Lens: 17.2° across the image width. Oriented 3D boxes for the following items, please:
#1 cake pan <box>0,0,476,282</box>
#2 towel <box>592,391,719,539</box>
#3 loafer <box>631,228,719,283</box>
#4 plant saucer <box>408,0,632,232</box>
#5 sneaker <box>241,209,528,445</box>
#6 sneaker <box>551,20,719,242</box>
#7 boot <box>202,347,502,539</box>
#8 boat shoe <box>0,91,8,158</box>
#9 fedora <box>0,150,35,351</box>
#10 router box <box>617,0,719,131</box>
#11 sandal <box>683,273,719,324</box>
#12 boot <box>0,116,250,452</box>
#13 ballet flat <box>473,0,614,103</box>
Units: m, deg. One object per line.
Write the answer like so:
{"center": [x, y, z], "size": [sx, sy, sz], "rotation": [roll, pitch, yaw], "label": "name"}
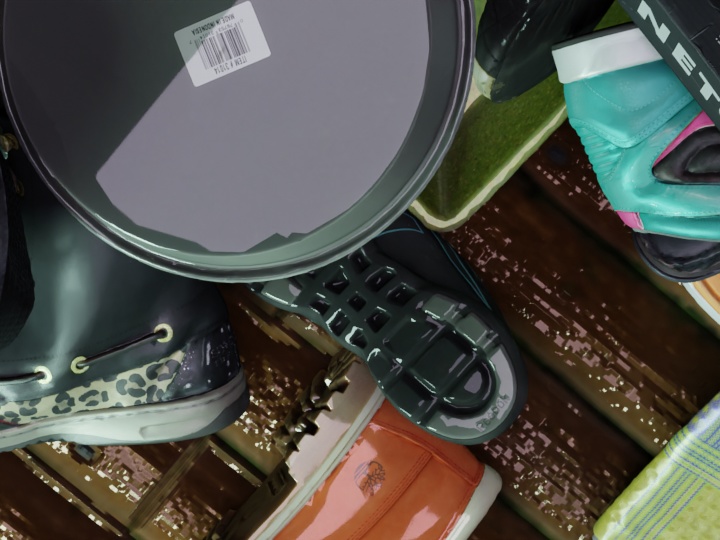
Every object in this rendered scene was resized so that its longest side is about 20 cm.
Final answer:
{"center": [-0.054, -0.093, 0.942], "size": [0.198, 0.037, 0.202], "rotation": [1, 98, 7], "label": "cake pan"}
{"center": [0.211, 0.100, 1.081], "size": [0.143, 0.023, 0.200], "rotation": [32, 124, -5], "label": "towel"}
{"center": [0.195, -0.077, 1.050], "size": [0.200, 0.063, 0.072], "rotation": [-44, 79, 3], "label": "loafer"}
{"center": [0.035, -0.155, 1.047], "size": [0.200, 0.048, 0.200], "rotation": [44, 98, -9], "label": "plant saucer"}
{"center": [0.000, 0.000, 1.072], "size": [0.075, 0.079, 0.200], "rotation": [-44, 79, 14], "label": "sneaker"}
{"center": [0.187, -0.057, 0.981], "size": [0.198, 0.084, 0.122], "rotation": [-12, 95, 0], "label": "sneaker"}
{"center": [-0.021, 0.144, 1.101], "size": [0.107, 0.075, 0.201], "rotation": [36, 98, -13], "label": "boot"}
{"center": [-0.188, -0.071, 1.057], "size": [0.198, 0.057, 0.069], "rotation": [-7, 102, 1], "label": "boat shoe"}
{"center": [-0.196, -0.022, 0.972], "size": [0.199, 0.091, 0.203], "rotation": [-1, 87, 32], "label": "fedora"}
{"center": [0.203, -0.097, 0.916], "size": [0.149, 0.051, 0.201], "rotation": [-37, 83, -5], "label": "router box"}
{"center": [0.230, 0.043, 1.087], "size": [0.206, 0.059, 0.079], "rotation": [34, 100, -8], "label": "sandal"}
{"center": [-0.154, 0.000, 1.049], "size": [0.201, 0.074, 0.155], "rotation": [-2, 112, 5], "label": "boot"}
{"center": [0.087, -0.153, 0.972], "size": [0.057, 0.066, 0.201], "rotation": [42, 134, 24], "label": "ballet flat"}
